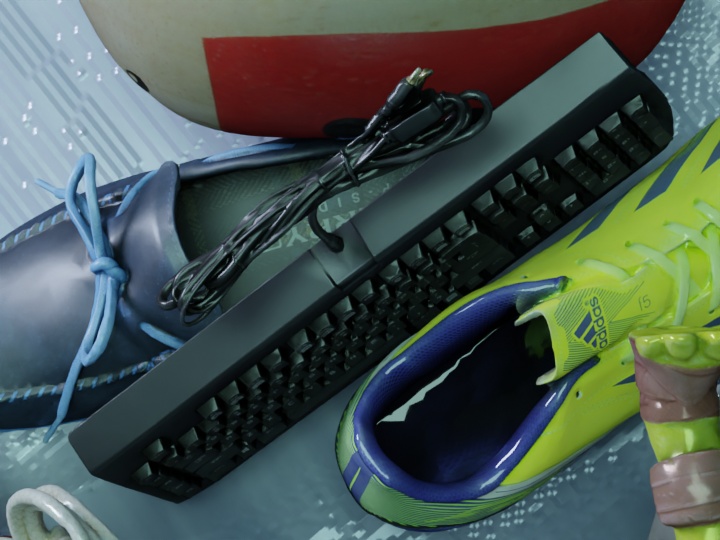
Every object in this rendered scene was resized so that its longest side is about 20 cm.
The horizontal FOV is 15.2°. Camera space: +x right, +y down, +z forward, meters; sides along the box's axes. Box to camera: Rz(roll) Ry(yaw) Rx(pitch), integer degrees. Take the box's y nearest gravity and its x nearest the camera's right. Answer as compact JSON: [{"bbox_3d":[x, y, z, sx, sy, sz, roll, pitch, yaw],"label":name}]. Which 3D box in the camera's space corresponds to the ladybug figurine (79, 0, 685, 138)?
[{"bbox_3d":[0.013,-0.084,0.813,0.198,0.136,0.073,-4,109,8],"label":"ladybug figurine"}]

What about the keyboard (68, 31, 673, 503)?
[{"bbox_3d":[0.000,0.000,0.782,0.200,0.127,0.021,-38,62,10],"label":"keyboard"}]

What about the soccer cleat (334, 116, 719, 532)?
[{"bbox_3d":[0.079,0.010,0.803,0.200,0.084,0.065,-37,78,0],"label":"soccer cleat"}]

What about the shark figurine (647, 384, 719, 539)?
[{"bbox_3d":[0.067,0.134,0.796,0.089,0.128,0.215,33,93,41],"label":"shark figurine"}]

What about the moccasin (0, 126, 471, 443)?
[{"bbox_3d":[-0.054,-0.011,0.832,0.199,0.068,0.081,-24,79,3],"label":"moccasin"}]

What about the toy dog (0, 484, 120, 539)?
[{"bbox_3d":[-0.155,0.085,0.811,0.096,0.132,0.200,-38,67,-23],"label":"toy dog"}]

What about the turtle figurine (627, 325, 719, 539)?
[{"bbox_3d":[0.117,0.097,0.700,0.198,0.064,0.163,2,88,18],"label":"turtle figurine"}]
